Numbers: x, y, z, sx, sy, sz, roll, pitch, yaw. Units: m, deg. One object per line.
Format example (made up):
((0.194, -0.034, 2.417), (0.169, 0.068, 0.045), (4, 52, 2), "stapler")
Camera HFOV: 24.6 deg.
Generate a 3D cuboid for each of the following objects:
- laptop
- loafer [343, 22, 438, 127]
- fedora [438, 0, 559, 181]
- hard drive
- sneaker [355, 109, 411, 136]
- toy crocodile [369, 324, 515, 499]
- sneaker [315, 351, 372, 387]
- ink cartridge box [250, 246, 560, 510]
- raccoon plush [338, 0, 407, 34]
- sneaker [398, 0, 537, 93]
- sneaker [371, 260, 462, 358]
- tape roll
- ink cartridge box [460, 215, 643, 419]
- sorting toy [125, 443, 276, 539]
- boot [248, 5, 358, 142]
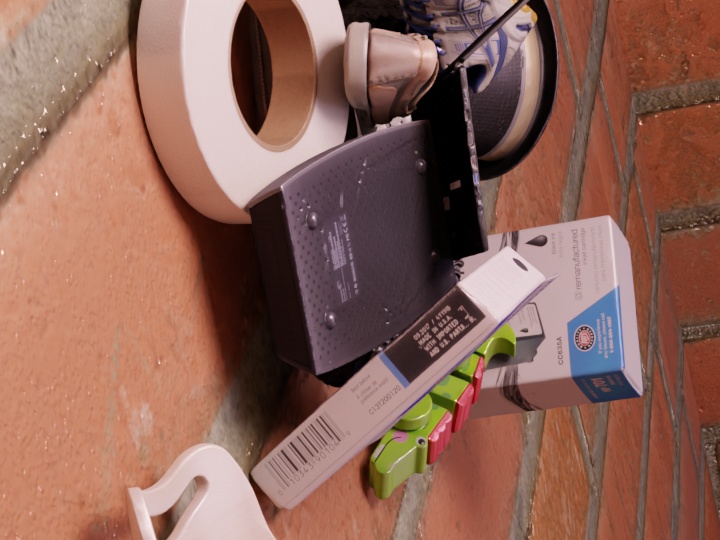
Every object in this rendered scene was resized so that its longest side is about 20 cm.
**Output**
((0.102, -0.112, 1.198), (0.177, 0.103, 0.200), (158, -75, -81), "laptop")
((0.028, -0.137, 1.163), (0.200, 0.063, 0.072), (-25, 116, -83), "loafer")
((0.083, -0.179, 1.449), (0.092, 0.200, 0.201), (0, 81, -41), "fedora")
((-0.003, -0.020, 1.092), (0.200, 0.042, 0.135), (-30, 114, -56), "hard drive")
((0.016, -0.089, 1.320), (0.074, 0.088, 0.200), (21, 64, -73), "sneaker")
((0.064, 0.110, 1.355), (0.200, 0.062, 0.068), (-50, 155, -43), "toy crocodile")
((0.000, 0.000, 1.216), (0.078, 0.075, 0.200), (44, 43, -41), "sneaker")
((0.036, 0.067, 1.130), (0.043, 0.198, 0.200), (48, 19, 7), "ink cartridge box")
((-0.003, -0.274, 1.349), (0.200, 0.097, 0.134), (46, 31, -63), "raccoon plush")
((0.068, -0.198, 1.297), (0.200, 0.075, 0.088), (24, 98, -52), "sneaker")
((0.039, -0.012, 1.387), (0.090, 0.070, 0.200), (-16, -125, 65), "sneaker")
((-0.070, -0.128, 1.059), (0.203, 0.037, 0.203), (2, 87, -61), "tape roll")
((0.140, 0.046, 1.466), (0.086, 0.200, 0.147), (44, 40, -61), "ink cartridge box")
((-0.075, 0.189, 0.885), (0.200, 0.107, 0.180), (-23, 97, -72), "sorting toy")
((-0.029, -0.182, 1.203), (0.182, 0.072, 0.200), (-30, 106, -44), "boot")
